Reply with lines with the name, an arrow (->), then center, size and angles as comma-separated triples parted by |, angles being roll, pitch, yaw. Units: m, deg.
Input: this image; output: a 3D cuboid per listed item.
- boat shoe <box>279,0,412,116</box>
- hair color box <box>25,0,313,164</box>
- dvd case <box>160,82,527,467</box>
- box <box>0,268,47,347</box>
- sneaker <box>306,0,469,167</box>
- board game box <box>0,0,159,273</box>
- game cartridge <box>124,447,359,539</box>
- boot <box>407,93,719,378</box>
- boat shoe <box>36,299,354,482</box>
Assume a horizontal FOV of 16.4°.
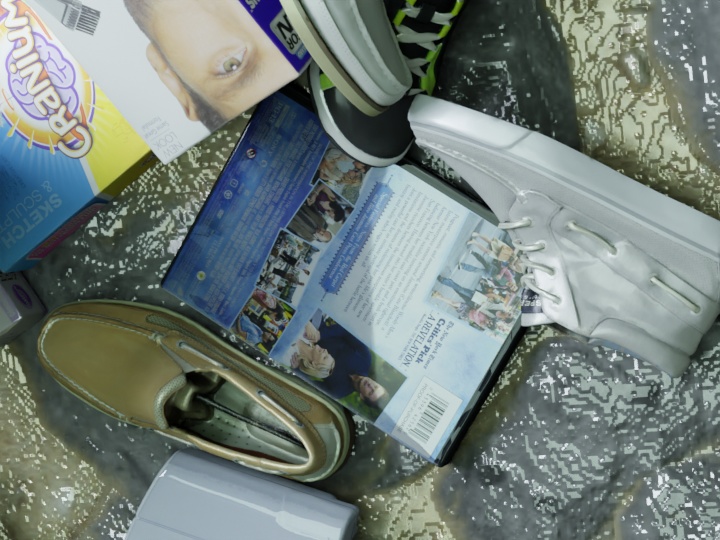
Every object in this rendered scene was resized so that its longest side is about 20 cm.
boat shoe -> -0.016, -0.177, 1.294 | 0.068, 0.075, 0.200 | -25, 105, 14
hair color box -> -0.122, -0.168, 1.331 | 0.109, 0.065, 0.200 | -31, 108, 33
dvd case -> 0.000, 0.000, 1.418 | 0.200, 0.018, 0.143 | 32, 102, 13
box -> -0.262, -0.044, 1.485 | 0.039, 0.041, 0.200 | -37, 83, 17
sneaker -> 0.025, -0.153, 1.351 | 0.072, 0.083, 0.200 | 6, 98, -27
board game box -> -0.172, -0.118, 1.450 | 0.200, 0.040, 0.153 | -39, 83, 17
game cartridge -> -0.083, 0.210, 1.443 | 0.133, 0.041, 0.200 | 18, 106, 19
boot -> 0.103, -0.016, 1.340 | 0.200, 0.074, 0.096 | 25, 90, 4
boat shoe -> -0.103, 0.067, 1.425 | 0.200, 0.076, 0.072 | 17, 100, 16
